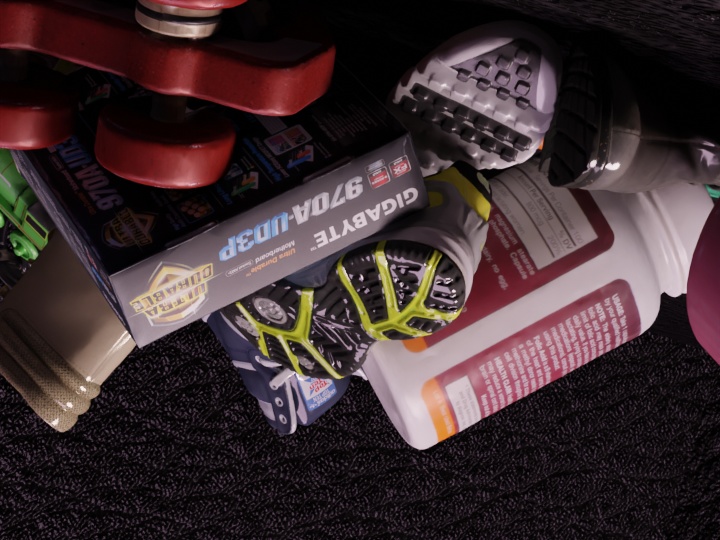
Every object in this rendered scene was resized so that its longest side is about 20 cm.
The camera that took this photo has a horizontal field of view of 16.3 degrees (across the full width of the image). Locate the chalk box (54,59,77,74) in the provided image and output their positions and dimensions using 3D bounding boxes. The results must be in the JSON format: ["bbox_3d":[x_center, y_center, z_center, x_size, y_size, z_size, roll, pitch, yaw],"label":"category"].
[{"bbox_3d":[-0.142,-0.104,1.519,0.199,0.125,0.124,16,179,-28],"label":"chalk box"}]

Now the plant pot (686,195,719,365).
[{"bbox_3d":[0.252,0.025,1.119,0.200,0.201,0.179,19,-167,-48],"label":"plant pot"}]

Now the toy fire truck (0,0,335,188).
[{"bbox_3d":[-0.102,-0.124,1.202,0.199,0.113,0.168,15,-156,16],"label":"toy fire truck"}]

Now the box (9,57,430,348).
[{"bbox_3d":[-0.077,-0.058,1.238,0.200,0.158,0.046,48,160,54],"label":"box"}]

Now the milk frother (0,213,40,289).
[{"bbox_3d":[-0.214,-0.077,1.817,0.180,0.201,0.188,12,177,22],"label":"milk frother"}]

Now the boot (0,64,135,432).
[{"bbox_3d":[-0.155,-0.015,1.368,0.073,0.156,0.200,37,-173,-41],"label":"boot"}]

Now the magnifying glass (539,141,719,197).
[{"bbox_3d":[0.151,-0.072,1.500,0.199,0.023,0.080,14,177,22],"label":"magnifying glass"}]

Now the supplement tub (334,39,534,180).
[{"bbox_3d":[-0.005,-0.075,1.449,0.199,0.108,0.107,18,178,-6],"label":"supplement tub"}]

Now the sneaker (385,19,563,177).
[{"bbox_3d":[0.052,-0.086,1.248,0.075,0.081,0.200,30,157,-7],"label":"sneaker"}]

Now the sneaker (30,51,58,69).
[{"bbox_3d":[-0.245,-0.170,1.402,0.200,0.116,0.076,47,133,-14],"label":"sneaker"}]

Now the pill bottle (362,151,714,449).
[{"bbox_3d":[0.091,0.003,1.363,0.199,0.115,0.114,-27,-177,-6],"label":"pill bottle"}]

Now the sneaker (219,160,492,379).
[{"bbox_3d":[0.000,0.000,1.271,0.075,0.077,0.200,47,147,-22],"label":"sneaker"}]

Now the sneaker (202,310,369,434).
[{"bbox_3d":[-0.040,0.028,1.422,0.109,0.070,0.200,56,166,4],"label":"sneaker"}]

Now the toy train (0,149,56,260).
[{"bbox_3d":[-0.188,-0.036,1.447,0.200,0.042,0.056,45,154,5],"label":"toy train"}]

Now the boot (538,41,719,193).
[{"bbox_3d":[0.157,-0.065,1.209,0.130,0.068,0.200,10,-176,1],"label":"boot"}]
